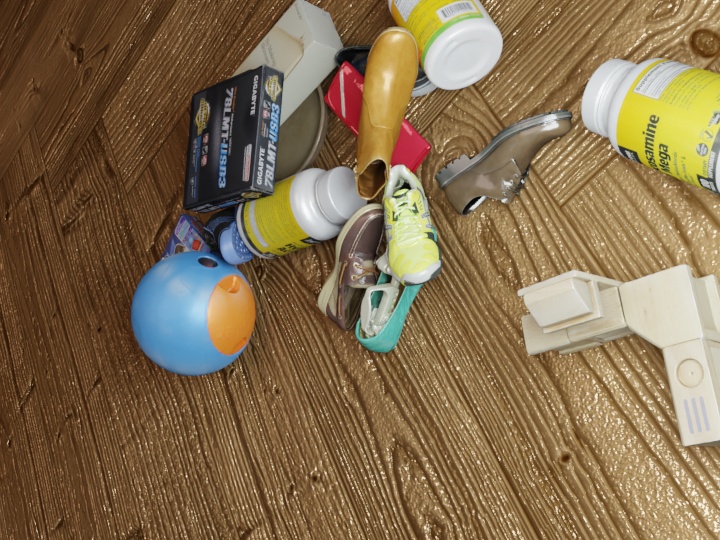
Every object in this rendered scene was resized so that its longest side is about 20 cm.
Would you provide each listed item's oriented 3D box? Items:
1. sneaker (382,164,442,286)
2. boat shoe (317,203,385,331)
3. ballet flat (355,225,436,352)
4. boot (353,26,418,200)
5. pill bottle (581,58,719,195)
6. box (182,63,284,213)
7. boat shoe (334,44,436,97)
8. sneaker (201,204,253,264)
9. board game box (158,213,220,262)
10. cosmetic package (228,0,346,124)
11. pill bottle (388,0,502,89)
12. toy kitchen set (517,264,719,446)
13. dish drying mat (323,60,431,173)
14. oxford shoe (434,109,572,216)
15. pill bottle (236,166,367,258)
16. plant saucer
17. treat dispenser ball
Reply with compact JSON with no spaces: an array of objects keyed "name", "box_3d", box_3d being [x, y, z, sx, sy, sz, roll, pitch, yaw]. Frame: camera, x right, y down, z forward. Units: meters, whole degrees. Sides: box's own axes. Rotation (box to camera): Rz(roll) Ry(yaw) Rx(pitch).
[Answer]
[{"name":"sneaker","box_3d":[0.058,-0.060,1.159,0.075,0.077,0.200,-19,42,8]},{"name":"boat shoe","box_3d":[0.000,0.000,1.248,0.072,0.072,0.201,48,126,36]},{"name":"ballet flat","box_3d":[0.046,0.020,1.207,0.067,0.070,0.201,29,101,45]},{"name":"boot","box_3d":[0.033,-0.201,1.154,0.202,0.070,0.145,104,173,-50]},{"name":"pill bottle","box_3d":[0.337,-0.158,0.923,0.200,0.112,0.113,34,105,44]},{"name":"box","box_3d":[-0.203,-0.202,1.378,0.198,0.050,0.201,-8,75,48]},{"name":"boat shoe","box_3d":[0.040,-0.299,1.291,0.200,0.056,0.069,16,93,46]},{"name":"sneaker","box_3d":[-0.220,-0.051,1.426,0.078,0.070,0.200,-22,19,6]},{"name":"board game box","box_3d":[-0.331,0.015,1.610,0.135,0.034,0.201,44,112,42]},{"name":"cosmetic package","box_3d":[-0.123,-0.325,1.411,0.200,0.073,0.104,-42,54,32]},{"name":"pill bottle","box_3d":[0.105,-0.355,1.199,0.111,0.111,0.201,-44,54,30]},{"name":"toy kitchen set","box_3d":[0.261,0.101,0.908,0.200,0.163,0.181,-23,66,40]},{"name":"dish drying mat","box_3d":[0.020,-0.218,1.285,0.200,0.018,0.077,50,122,24]},{"name":"oxford shoe","box_3d":[0.192,-0.133,1.106,0.200,0.073,0.085,-34,76,38]},{"name":"pill bottle","box_3d":[-0.089,-0.092,1.337,0.199,0.111,0.112,-17,69,42]},{"name":"plant saucer","box_3d":[-0.120,-0.237,1.459,0.200,0.029,0.201,-11,74,44]},{"name":"treat dispenser ball","box_3d":[-0.270,0.069,1.420,0.200,0.200,0.202,-12,73,43]}]
